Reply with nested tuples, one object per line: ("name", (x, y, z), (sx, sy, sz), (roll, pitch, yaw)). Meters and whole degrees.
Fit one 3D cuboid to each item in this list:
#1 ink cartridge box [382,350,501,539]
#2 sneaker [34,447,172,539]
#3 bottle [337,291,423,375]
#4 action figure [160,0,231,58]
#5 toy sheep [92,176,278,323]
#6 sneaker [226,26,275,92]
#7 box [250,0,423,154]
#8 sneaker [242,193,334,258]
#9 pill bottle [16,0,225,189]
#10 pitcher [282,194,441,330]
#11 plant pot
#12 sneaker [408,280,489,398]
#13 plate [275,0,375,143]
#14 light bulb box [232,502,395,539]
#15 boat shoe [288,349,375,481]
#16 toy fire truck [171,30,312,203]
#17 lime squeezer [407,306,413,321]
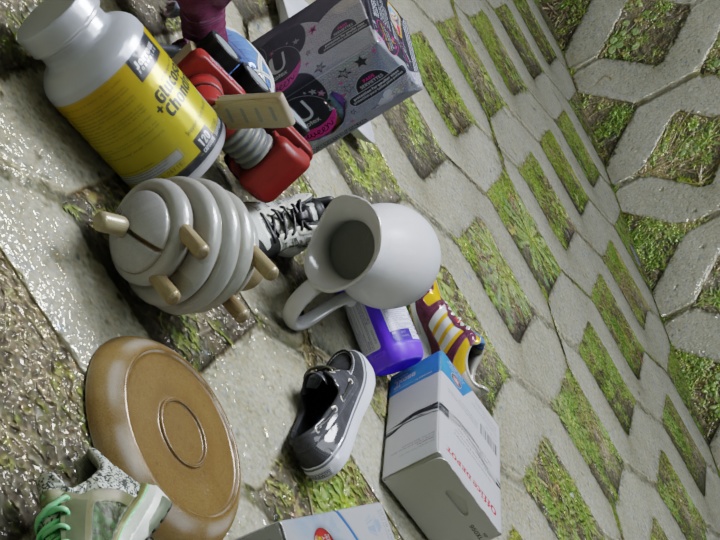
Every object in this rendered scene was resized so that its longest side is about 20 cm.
("ink cartridge box", (0.100, 0.219, 1.587), (0.145, 0.084, 0.201), (53, 22, -23))
("sneaker", (-0.208, 0.189, 0.929), (0.089, 0.077, 0.200), (47, 17, -5))
("bottle", (0.011, 0.028, 1.630), (0.083, 0.065, 0.202), (3, 62, -63))
("action figure", (-0.170, -0.290, 1.466), (0.135, 0.147, 0.201), (-79, 170, -46))
("toy sheep", (-0.160, -0.022, 1.196), (0.199, 0.137, 0.139), (25, 42, -51))
("sneaker", (-0.126, -0.199, 1.538), (0.201, 0.075, 0.077), (62, -4, 2))
("box", (-0.041, -0.251, 1.652), (0.115, 0.199, 0.133), (37, 32, -45))
("sneaker", (-0.086, -0.057, 1.472), (0.076, 0.087, 0.200), (65, 22, 1))
("pill bottle", (-0.225, -0.169, 1.237), (0.200, 0.111, 0.113), (50, 24, -32))
("pitcher", (0.000, 0.000, 1.503), (0.121, 0.172, 0.200), (46, 15, 20))
("plant pot", (-0.160, 0.144, 1.135), (0.200, 0.027, 0.201), (51, 24, -33))
("sneaker", (0.122, 0.084, 1.762), (0.075, 0.089, 0.202), (32, 45, -63))
("plate", (-0.058, -0.296, 1.906), (0.199, 0.032, 0.202), (34, 35, -51))
("light bulb box", (-0.039, 0.310, 1.087), (0.200, 0.124, 0.200), (10, 56, -66))
("boat shoe", (-0.037, 0.136, 1.395), (0.067, 0.069, 0.201), (55, 29, -22))
("toy fire truck", (-0.114, -0.148, 1.371), (0.176, 0.128, 0.200), (44, 12, -29))
("lime squeezer", (0.030, -0.008, 1.784), (0.201, 0.037, 0.071), (63, -11, 0))
